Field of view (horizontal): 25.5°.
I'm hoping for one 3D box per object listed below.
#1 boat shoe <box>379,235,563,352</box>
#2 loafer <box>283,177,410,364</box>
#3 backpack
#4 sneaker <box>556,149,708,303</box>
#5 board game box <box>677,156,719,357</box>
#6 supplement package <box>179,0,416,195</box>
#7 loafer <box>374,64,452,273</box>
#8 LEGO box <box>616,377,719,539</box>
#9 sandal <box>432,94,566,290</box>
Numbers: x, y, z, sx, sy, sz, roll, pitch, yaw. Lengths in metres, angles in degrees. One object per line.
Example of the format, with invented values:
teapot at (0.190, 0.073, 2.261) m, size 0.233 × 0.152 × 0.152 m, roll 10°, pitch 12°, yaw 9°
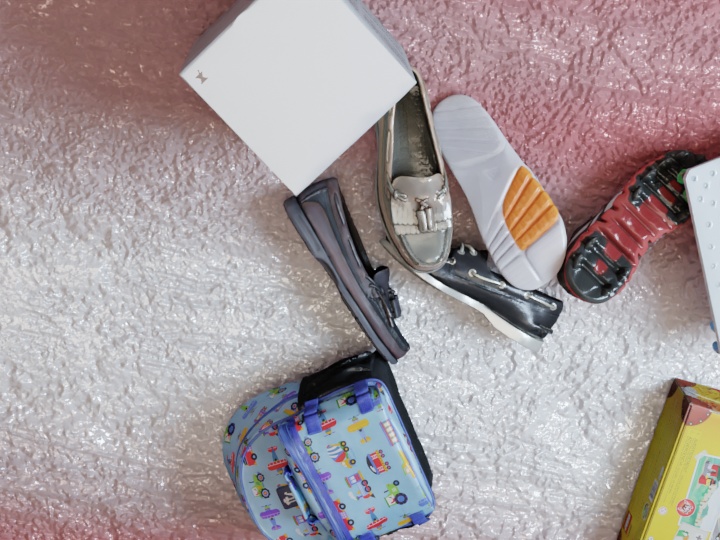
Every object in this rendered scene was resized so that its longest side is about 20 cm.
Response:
boat shoe at (0.112, 0.007, 1.587) m, size 0.199 × 0.074 × 0.061 m, roll 32°, pitch 96°, yaw -7°
loafer at (0.000, 0.000, 1.584) m, size 0.063 × 0.072 × 0.201 m, roll -33°, pitch 101°, yaw 2°
backpack at (-0.040, 0.198, 1.603) m, size 0.198 × 0.135 × 0.184 m, roll -20°, pitch 105°, yaw 6°
sneaker at (0.266, -0.044, 1.583) m, size 0.071 × 0.098 × 0.200 m, roll 46°, pitch 76°, yaw -3°
board game box at (0.416, -0.036, 1.579) m, size 0.199 × 0.026 × 0.202 m, roll -21°, pitch 106°, yaw -18°
supplement package at (-0.057, -0.192, 1.458) m, size 0.152 × 0.200 × 0.151 m, roll -42°, pitch 103°, yaw 9°
loafer at (0.049, -0.099, 1.527) m, size 0.071 × 0.063 × 0.202 m, roll -8°, pitch 84°, yaw -9°
LEGO box at (0.371, 0.233, 1.658) m, size 0.148 × 0.077 × 0.202 m, roll 16°, pitch 104°, yaw -7°
sandal at (0.142, -0.082, 1.575) m, size 0.079 × 0.059 × 0.208 m, roll -29°, pitch 84°, yaw 13°
